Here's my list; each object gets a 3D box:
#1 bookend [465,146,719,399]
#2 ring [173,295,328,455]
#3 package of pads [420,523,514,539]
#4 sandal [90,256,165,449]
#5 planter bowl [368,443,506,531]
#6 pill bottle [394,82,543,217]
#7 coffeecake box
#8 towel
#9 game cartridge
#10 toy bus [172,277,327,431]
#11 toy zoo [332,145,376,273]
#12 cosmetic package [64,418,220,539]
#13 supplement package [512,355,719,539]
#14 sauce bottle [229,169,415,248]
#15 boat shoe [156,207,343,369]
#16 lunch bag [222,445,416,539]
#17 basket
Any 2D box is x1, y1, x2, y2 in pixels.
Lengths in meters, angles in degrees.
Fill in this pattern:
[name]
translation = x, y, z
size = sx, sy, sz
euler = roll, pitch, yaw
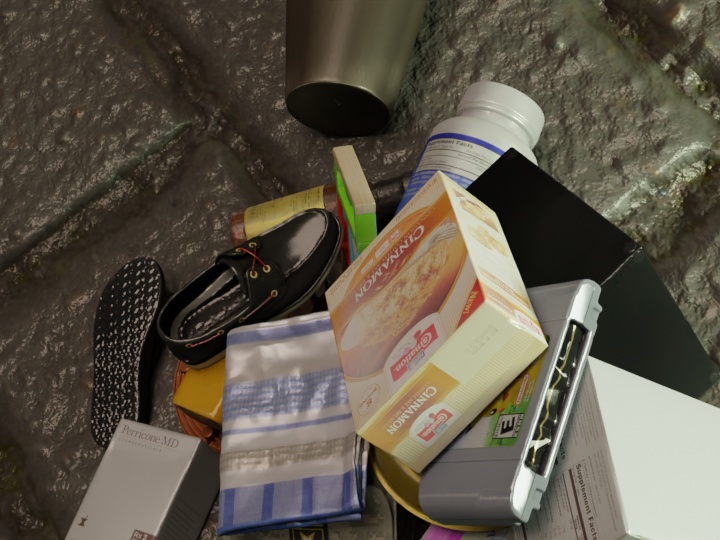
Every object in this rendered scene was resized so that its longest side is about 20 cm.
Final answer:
[bookend]
translation = 0.195, 0.022, 1.548
size = 0.092, 0.200, 0.199
euler = -42, 41, -3
[ring]
translation = -0.098, 0.096, 1.728
size = 0.199, 0.019, 0.202
euler = -12, 57, 19
[package of pads]
translation = 0.111, 0.282, 1.489
size = 0.154, 0.068, 0.201
euler = 25, 74, 34
[sandal]
translation = -0.236, 0.087, 1.787
size = 0.075, 0.048, 0.202
euler = 1, 74, 24
[planter bowl]
translation = 0.097, 0.113, 1.487
size = 0.198, 0.084, 0.202
euler = -3, 60, 5
[pill bottle]
translation = 0.103, -0.075, 1.670
size = 0.111, 0.112, 0.201
euler = 12, 66, 30
[coffeecake box]
translation = 0.056, 0.039, 1.420
size = 0.154, 0.073, 0.201
euler = -46, 28, 19
[towel]
translation = -0.059, 0.130, 1.535
size = 0.146, 0.024, 0.202
euler = -10, 60, 20
[game cartridge]
translation = 0.113, 0.104, 1.376
size = 0.133, 0.040, 0.201
euler = -16, 49, 57
[toy bus]
translation = -0.102, 0.058, 1.685
size = 0.065, 0.078, 0.201
euler = 19, 75, 26
[toy zoo]
translation = 0.000, 0.000, 1.644
size = 0.020, 0.201, 0.131
euler = -8, 29, -7
[cosmetic package]
translation = -0.215, 0.250, 1.657
size = 0.101, 0.074, 0.201
euler = 10, 67, 29
[supplement package]
translation = 0.222, 0.182, 1.400
size = 0.111, 0.199, 0.157
euler = -36, 48, 34
[sauce bottle]
translation = -0.032, -0.055, 1.759
size = 0.199, 0.066, 0.066
euler = -16, 56, 18
[boat shoe]
translation = -0.101, 0.011, 1.627
size = 0.201, 0.063, 0.074
euler = -39, 60, -2
[lunch bag]
translation = -0.033, 0.195, 1.578
size = 0.163, 0.118, 0.202
euler = -2, 65, 16
[basket]
translation = -0.008, -0.255, 1.831
size = 0.179, 0.136, 0.202
euler = -4, 63, 25
